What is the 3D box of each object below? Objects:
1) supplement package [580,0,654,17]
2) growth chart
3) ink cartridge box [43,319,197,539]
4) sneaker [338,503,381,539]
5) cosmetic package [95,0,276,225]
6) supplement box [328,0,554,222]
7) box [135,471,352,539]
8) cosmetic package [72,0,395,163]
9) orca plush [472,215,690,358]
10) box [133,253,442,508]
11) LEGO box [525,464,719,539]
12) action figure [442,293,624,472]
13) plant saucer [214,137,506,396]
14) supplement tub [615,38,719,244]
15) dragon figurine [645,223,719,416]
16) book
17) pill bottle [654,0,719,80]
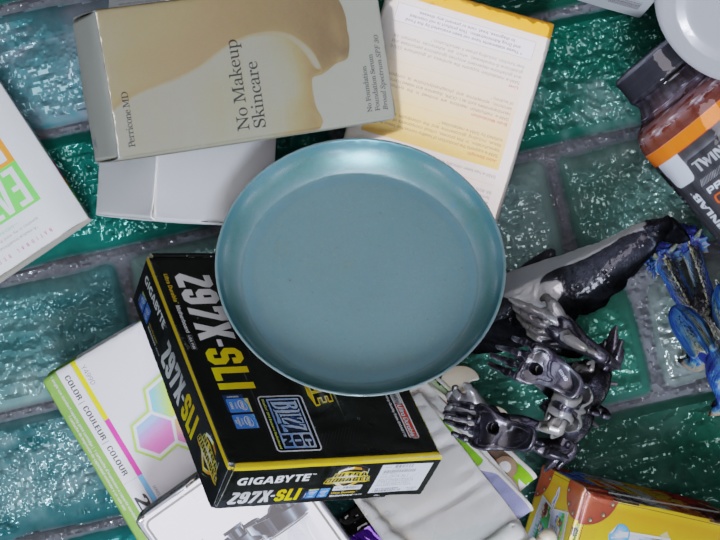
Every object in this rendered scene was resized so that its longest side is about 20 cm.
[{"bbox_3d":[0.185,-0.299,1.309,0.109,0.114,0.200,16,92,2],"label":"supplement package"},{"bbox_3d":[0.052,0.145,1.299,0.145,0.018,0.200,-22,54,-17],"label":"growth chart"},{"bbox_3d":[-0.108,0.088,1.339,0.200,0.076,0.148,-31,91,2],"label":"ink cartridge box"},{"bbox_3d":[0.011,0.193,1.348,0.200,0.070,0.100,-7,87,-5],"label":"sneaker"},{"bbox_3d":[-0.122,-0.133,1.310,0.108,0.085,0.200,4,91,-40],"label":"cosmetic package"},{"bbox_3d":[0.055,-0.099,1.333,0.126,0.074,0.200,17,91,3],"label":"supplement box"},{"bbox_3d":[-0.053,0.219,1.275,0.117,0.060,0.200,-36,92,-2],"label":"box"},{"bbox_3d":[-0.085,-0.137,1.230,0.200,0.071,0.105,-12,96,-21],"label":"cosmetic package"},{"bbox_3d":[0.152,0.025,1.322,0.200,0.105,0.071,-27,100,13],"label":"orca plush"},{"bbox_3d":[-0.054,0.071,1.256,0.160,0.200,0.049,-1,135,-27],"label":"box"},{"bbox_3d":[0.184,0.259,1.316,0.149,0.077,0.200,15,92,-20],"label":"LEGO box"},{"bbox_3d":[0.121,0.077,1.251,0.102,0.200,0.119,33,97,18],"label":"action figure"},{"bbox_3d":[0.000,0.000,1.251,0.200,0.027,0.200,1,62,-1],"label":"plant saucer"},{"bbox_3d":[0.275,-0.083,1.316,0.107,0.107,0.200,-41,90,1],"label":"supplement tub"},{"bbox_3d":[0.257,0.048,1.303,0.059,0.200,0.099,-25,129,3],"label":"dragon figurine"},{"bbox_3d":[-0.311,-0.085,1.358,0.134,0.048,0.200,-34,89,-3],"label":"book"},{"bbox_3d":[0.298,-0.224,1.277,0.111,0.111,0.200,46,52,0],"label":"pill bottle"}]
